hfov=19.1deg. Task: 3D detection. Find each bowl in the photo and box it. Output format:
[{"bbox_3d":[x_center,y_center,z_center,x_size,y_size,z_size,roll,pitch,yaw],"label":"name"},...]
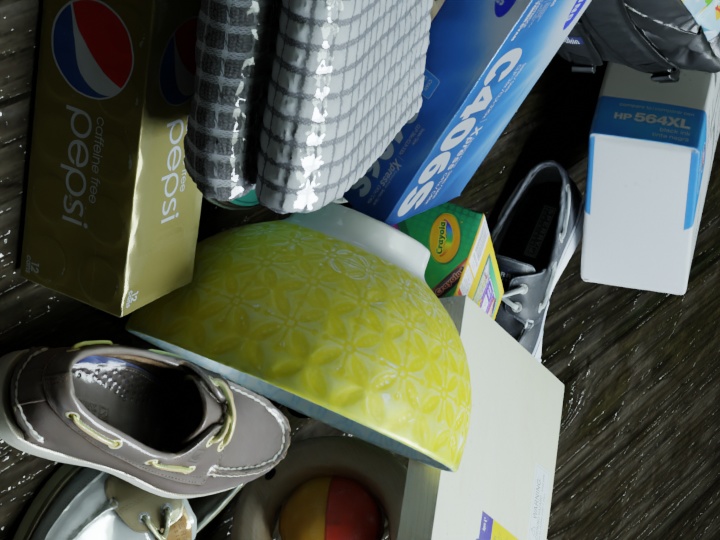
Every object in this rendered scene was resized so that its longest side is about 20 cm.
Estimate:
[{"bbox_3d":[-0.019,0.023,1.177,0.108,0.200,0.200,-67,154,-6],"label":"bowl"}]

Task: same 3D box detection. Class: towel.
[{"bbox_3d":[-0.022,-0.137,1.047,0.200,0.085,0.166,-54,153,-62],"label":"towel"}]

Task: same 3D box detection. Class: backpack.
[{"bbox_3d":[0.153,-0.222,1.394,0.200,0.163,0.154,22,82,-54],"label":"backpack"}]

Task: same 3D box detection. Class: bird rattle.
[{"bbox_3d":[-0.015,0.183,1.335,0.113,0.199,0.164,36,53,-64],"label":"bird rattle"}]

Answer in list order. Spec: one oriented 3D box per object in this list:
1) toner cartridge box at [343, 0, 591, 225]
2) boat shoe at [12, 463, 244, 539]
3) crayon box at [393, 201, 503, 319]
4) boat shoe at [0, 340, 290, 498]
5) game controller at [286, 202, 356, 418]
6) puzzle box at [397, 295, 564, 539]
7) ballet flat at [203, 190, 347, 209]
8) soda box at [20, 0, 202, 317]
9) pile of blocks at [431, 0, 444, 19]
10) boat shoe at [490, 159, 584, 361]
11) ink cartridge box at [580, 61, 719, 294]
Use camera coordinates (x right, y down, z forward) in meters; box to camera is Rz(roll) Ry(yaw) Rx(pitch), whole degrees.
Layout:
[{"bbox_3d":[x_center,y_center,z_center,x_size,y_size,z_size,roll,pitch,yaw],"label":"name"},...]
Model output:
[{"bbox_3d":[0.067,-0.117,1.180,0.095,0.043,0.200,-27,155,-55],"label":"toner cartridge box"},{"bbox_3d":[-0.123,0.132,1.206,0.200,0.068,0.075,-49,148,-35],"label":"boat shoe"},{"bbox_3d":[0.043,0.035,1.395,0.200,0.058,0.119,65,45,-73],"label":"crayon box"},{"bbox_3d":[-0.104,0.078,1.142,0.200,0.059,0.072,19,66,-45],"label":"boat shoe"},{"bbox_3d":[0.000,0.000,1.392,0.104,0.042,0.201,-27,134,-74],"label":"game controller"},{"bbox_3d":[0.071,0.132,1.278,0.133,0.025,0.201,42,49,-47],"label":"puzzle box"},{"bbox_3d":[-0.058,-0.070,1.186,0.200,0.064,0.068,4,109,-62],"label":"ballet flat"},{"bbox_3d":[-0.116,-0.083,1.057,0.064,0.068,0.201,-30,135,-53],"label":"soda box"},{"bbox_3d":[0.015,-0.144,1.295,0.062,0.082,0.200,67,17,6],"label":"pile of blocks"},{"bbox_3d":[0.110,0.012,1.565,0.200,0.072,0.068,-63,156,-16],"label":"boat shoe"},{"bbox_3d":[0.225,-0.104,1.618,0.200,0.084,0.146,-69,163,-44],"label":"ink cartridge box"}]
